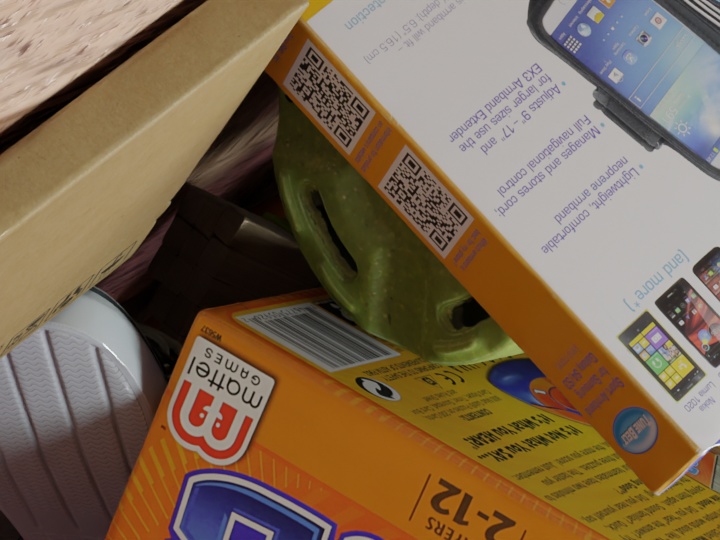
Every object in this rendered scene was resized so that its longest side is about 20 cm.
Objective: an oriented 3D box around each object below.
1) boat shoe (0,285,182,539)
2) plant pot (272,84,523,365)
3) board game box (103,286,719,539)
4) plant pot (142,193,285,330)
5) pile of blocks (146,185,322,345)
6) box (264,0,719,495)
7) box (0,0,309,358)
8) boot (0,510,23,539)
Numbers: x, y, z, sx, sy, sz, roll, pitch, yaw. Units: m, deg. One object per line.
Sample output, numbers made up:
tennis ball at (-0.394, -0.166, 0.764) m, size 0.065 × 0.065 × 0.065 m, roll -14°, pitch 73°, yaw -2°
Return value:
boat shoe at (-0.086, 0.051, 0.975) m, size 0.200 × 0.072 × 0.071 m, roll 84°, pitch 17°, yaw -56°
plant pot at (0.076, -0.055, 0.948) m, size 0.189 × 0.201 × 0.200 m, roll -21°, pitch 163°, yaw -42°
board game box at (0.037, 0.136, 0.960) m, size 0.200 × 0.199 × 0.201 m, roll -10°, pitch 125°, yaw -64°
plant pot at (-0.044, 0.087, 1.202) m, size 0.182 × 0.201 × 0.200 m, roll -27°, pitch 177°, yaw 5°
pile of blocks at (0.000, 0.000, 1.078) m, size 0.199 × 0.062 × 0.083 m, roll -6°, pitch 118°, yaw -35°
box at (0.074, -0.033, 0.821) m, size 0.119 × 0.200 × 0.041 m, roll -39°, pitch 175°, yaw -27°
box at (-0.110, 0.010, 0.775) m, size 0.200 × 0.021 × 0.164 m, roll -40°, pitch 175°, yaw -33°
boot at (-0.182, 0.117, 1.026) m, size 0.200 × 0.068 × 0.130 m, roll -53°, pitch 167°, yaw 26°
